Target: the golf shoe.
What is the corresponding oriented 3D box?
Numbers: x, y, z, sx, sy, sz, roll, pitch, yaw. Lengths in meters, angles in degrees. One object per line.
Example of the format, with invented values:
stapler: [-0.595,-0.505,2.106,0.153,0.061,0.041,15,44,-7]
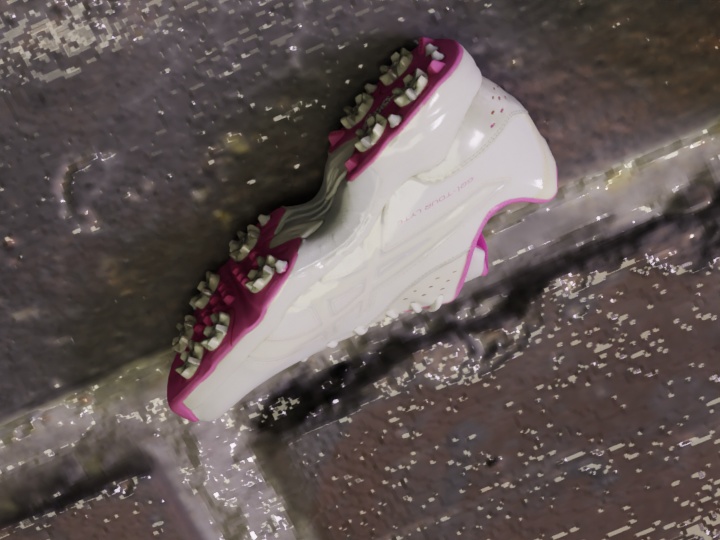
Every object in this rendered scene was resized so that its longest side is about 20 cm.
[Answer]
golf shoe: [0.000,0.000,1.126,0.091,0.075,0.200,35,111,-21]
